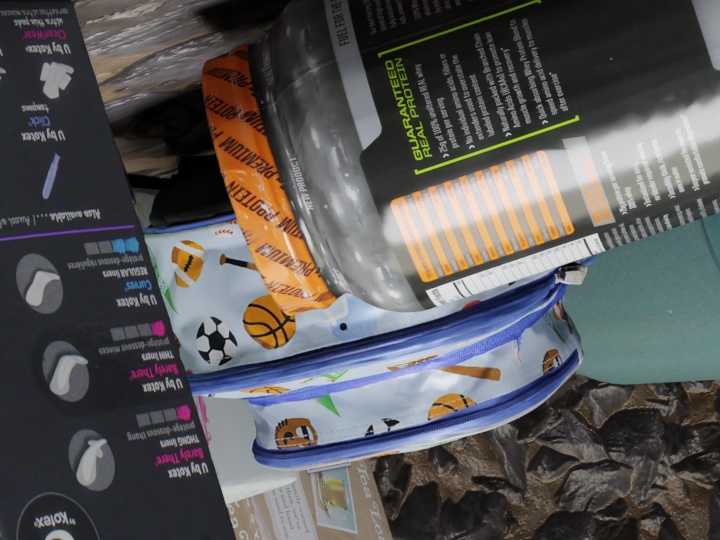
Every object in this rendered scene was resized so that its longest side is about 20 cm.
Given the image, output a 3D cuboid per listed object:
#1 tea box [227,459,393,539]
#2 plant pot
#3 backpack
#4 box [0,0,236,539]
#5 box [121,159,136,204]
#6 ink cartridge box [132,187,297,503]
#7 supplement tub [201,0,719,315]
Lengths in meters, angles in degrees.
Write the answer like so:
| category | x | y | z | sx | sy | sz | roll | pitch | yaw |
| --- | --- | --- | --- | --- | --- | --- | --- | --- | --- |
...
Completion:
| category | x | y | z | sx | sy | sz | roll | pitch | yaw |
| --- | --- | --- | --- | --- | --- | --- | --- | --- | --- |
| tea box | -0.110 | 0.111 | 1.590 | 0.196 | 0.201 | 0.133 | -23 | 170 | 30 |
| plant pot | 0.176 | -0.033 | 1.297 | 0.200 | 0.201 | 0.196 | -11 | 178 | -41 |
| backpack | 0.000 | 0.000 | 1.171 | 0.199 | 0.155 | 0.190 | -20 | 177 | 17 |
| box | -0.136 | 0.027 | 0.900 | 0.122 | 0.201 | 0.106 | -23 | 171 | 35 |
| box | -0.189 | -0.020 | 1.086 | 0.199 | 0.036 | 0.144 | -16 | 173 | -2 |
| ink cartridge box | -0.143 | 0.050 | 1.272 | 0.145 | 0.145 | 0.200 | -19 | 172 | 19 |
| supplement tub | 0.053 | -0.060 | 1.007 | 0.199 | 0.123 | 0.123 | -18 | 173 | 7 |
